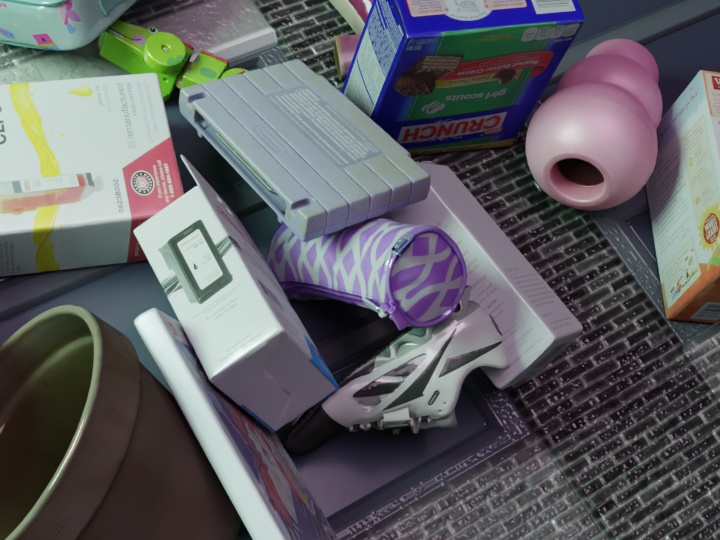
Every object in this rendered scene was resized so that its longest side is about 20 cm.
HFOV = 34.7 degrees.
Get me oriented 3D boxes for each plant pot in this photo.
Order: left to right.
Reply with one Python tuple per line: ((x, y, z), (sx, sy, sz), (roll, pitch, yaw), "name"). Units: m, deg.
((-0.181, 0.151, 0.815), (0.173, 0.200, 0.200), (36, 54, -33), "plant pot")

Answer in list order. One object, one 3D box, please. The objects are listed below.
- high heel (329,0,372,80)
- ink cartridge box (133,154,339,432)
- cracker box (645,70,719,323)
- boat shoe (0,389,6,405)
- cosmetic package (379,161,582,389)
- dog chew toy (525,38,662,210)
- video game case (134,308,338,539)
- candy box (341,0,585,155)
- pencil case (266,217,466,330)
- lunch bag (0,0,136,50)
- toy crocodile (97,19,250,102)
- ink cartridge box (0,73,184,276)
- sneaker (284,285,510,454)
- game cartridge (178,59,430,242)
((0.013, -0.283, 1.158), (0.096, 0.067, 0.201), (-7, 80, -7), "high heel")
((-0.106, 0.016, 0.908), (0.068, 0.116, 0.200), (-34, 55, 2), "ink cartridge box")
((0.329, -0.068, 1.090), (0.058, 0.134, 0.200), (4, 63, -12), "cracker box")
((-0.346, 0.043, 0.903), (0.200, 0.064, 0.071), (39, 61, 7), "boat shoe")
((0.097, 0.001, 1.008), (0.200, 0.074, 0.102), (51, 19, 15), "cosmetic package")
((0.238, -0.152, 1.123), (0.124, 0.125, 0.200), (28, 53, 1), "dog chew toy")
((-0.085, 0.130, 0.863), (0.023, 0.182, 0.200), (-32, 73, 2), "video game case")
((0.084, -0.187, 1.051), (0.169, 0.200, 0.077), (-9, 67, -17), "candy box")
((0.000, 0.000, 0.940), (0.084, 0.200, 0.086), (44, 72, -29), "pencil case")
((-0.257, -0.287, 1.050), (0.160, 0.077, 0.200), (13, 53, 30), "lunch bag")
((-0.149, -0.177, 1.065), (0.200, 0.068, 0.062), (26, 55, -3), "toy crocodile")
((-0.260, -0.080, 0.976), (0.199, 0.083, 0.145), (-8, 67, -18), "ink cartridge box")
((0.032, 0.105, 0.933), (0.200, 0.074, 0.089), (-36, 87, 5), "sneaker")
((-0.048, -0.105, 0.962), (0.129, 0.038, 0.200), (-17, 47, -33), "game cartridge")
